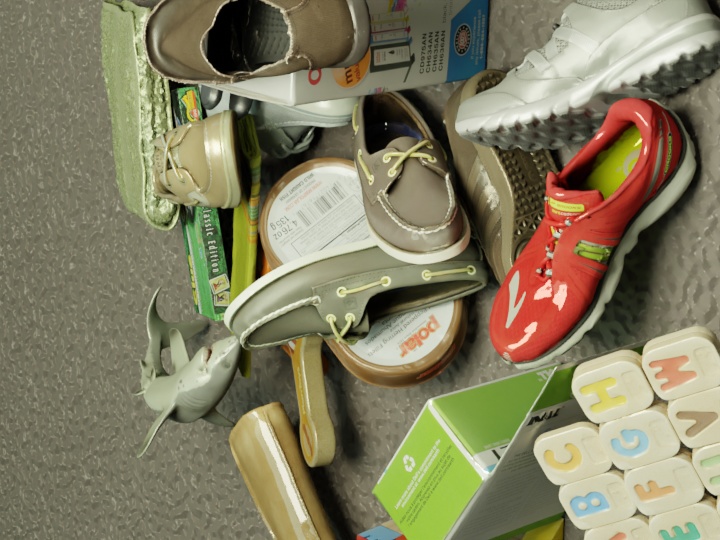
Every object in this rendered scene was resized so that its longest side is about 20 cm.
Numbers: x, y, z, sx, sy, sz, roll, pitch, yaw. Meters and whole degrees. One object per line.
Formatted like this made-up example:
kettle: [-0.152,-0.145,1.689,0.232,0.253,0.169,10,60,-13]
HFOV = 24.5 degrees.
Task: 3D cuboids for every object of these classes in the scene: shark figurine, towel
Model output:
shark figurine: [-0.145,0.102,1.421,0.129,0.089,0.214,-64,23,-1]
towel: [-0.096,-0.020,1.349,0.086,0.018,0.202,-106,18,-60]
towel: [-0.202,-0.142,1.495,0.148,0.036,0.203,-154,57,-68]

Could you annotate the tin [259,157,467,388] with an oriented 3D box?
tin: [0.000,0.000,1.289,0.112,0.042,0.201,-39,71,-2]

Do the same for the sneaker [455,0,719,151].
sneaker: [0.151,-0.141,1.119,0.198,0.074,0.083,-22,70,26]

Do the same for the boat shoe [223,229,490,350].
boat shoe: [-0.002,0.017,1.227,0.072,0.200,0.061,79,169,-65]

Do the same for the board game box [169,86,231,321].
board game box: [-0.145,-0.059,1.468,0.105,0.023,0.203,-170,70,-73]

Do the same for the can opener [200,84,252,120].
can opener: [-0.093,-0.219,1.326,0.078,0.063,0.202,-15,57,63]

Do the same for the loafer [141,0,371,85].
loafer: [-0.083,-0.159,1.077,0.199,0.071,0.074,-1,100,46]

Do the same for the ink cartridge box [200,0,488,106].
ink cartridge box: [-0.023,-0.210,1.197,0.144,0.199,0.149,18,113,43]

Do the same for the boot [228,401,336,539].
boot: [-0.056,0.233,1.431,0.202,0.066,0.175,62,151,17]

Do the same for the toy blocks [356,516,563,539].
toy blocks: [0.071,0.237,1.256,0.199,0.136,0.101,17,112,44]

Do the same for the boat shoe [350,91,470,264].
boat shoe: [0.032,-0.072,1.215,0.201,0.071,0.060,-110,10,-59]

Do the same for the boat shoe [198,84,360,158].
boat shoe: [-0.065,-0.131,1.367,0.200,0.069,0.072,18,117,50]

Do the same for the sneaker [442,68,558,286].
sneaker: [0.111,-0.043,1.208,0.075,0.070,0.203,-29,74,65]

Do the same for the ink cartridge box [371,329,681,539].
ink cartridge box: [0.117,0.102,1.166,0.076,0.147,0.201,49,130,29]

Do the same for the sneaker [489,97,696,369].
sneaker: [0.139,-0.030,1.101,0.077,0.085,0.201,35,94,38]

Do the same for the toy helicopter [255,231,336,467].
toy helicopter: [-0.051,0.064,1.385,0.132,0.078,0.203,150,113,-67]

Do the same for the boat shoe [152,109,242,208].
boat shoe: [-0.132,-0.083,1.314,0.200,0.064,0.073,165,103,-78]

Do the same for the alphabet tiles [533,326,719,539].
alphabet tiles: [0.219,0.130,1.072,0.194,0.015,0.201,-20,115,25]
